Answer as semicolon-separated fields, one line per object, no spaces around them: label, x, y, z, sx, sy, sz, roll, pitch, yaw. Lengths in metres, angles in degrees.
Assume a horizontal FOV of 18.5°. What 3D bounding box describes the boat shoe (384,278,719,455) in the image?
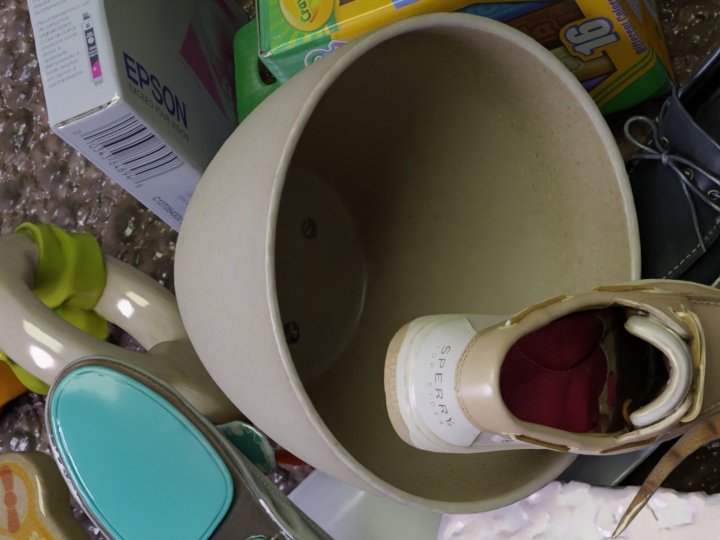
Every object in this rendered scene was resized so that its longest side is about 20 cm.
boat shoe;0.105;0.042;0.891;0.069;0.199;0.074;-2;94;52

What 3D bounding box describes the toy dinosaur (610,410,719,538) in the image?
toy dinosaur;0.195;0.051;0.884;0.198;0.061;0.107;1;39;-3

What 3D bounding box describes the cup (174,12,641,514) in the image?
cup;0.000;0.000;0.945;0.143;0.199;0.202;-4;67;51

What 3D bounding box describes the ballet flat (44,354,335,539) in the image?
ballet flat;-0.056;0.115;0.951;0.200;0.064;0.067;43;95;5

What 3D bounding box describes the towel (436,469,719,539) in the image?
towel;0.116;0.184;0.910;0.198;0.032;0.193;4;81;24

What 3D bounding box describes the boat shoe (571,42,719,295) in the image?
boat shoe;0.151;-0.049;0.961;0.200;0.062;0.075;-49;55;19

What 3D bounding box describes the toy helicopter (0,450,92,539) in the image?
toy helicopter;-0.119;0.167;1.003;0.200;0.079;0.133;49;115;29

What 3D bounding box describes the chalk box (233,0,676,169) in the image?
chalk box;0.025;-0.127;1.014;0.199;0.124;0.126;-19;53;17

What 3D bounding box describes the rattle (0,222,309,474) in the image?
rattle;-0.118;0.079;1.037;0.199;0.130;0.143;36;93;13

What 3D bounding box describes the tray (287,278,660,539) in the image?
tray;0.035;0.107;0.994;0.200;0.022;0.107;-44;59;5

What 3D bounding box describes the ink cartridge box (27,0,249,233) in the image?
ink cartridge box;-0.099;-0.119;1.036;0.043;0.196;0.201;-19;65;15
